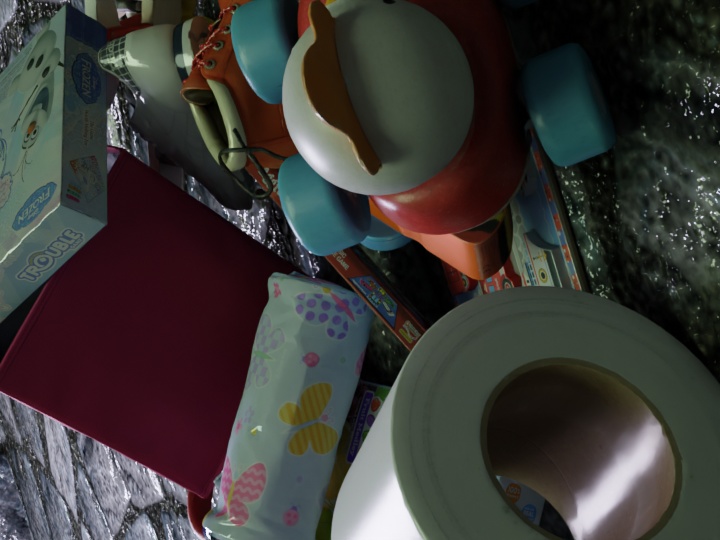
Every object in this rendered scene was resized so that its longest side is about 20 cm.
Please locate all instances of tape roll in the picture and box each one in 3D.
[{"bbox_3d":[0.095,0.128,0.728,0.204,0.201,0.140,61,151,25],"label":"tape roll"}]

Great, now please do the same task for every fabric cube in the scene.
[{"bbox_3d":[-0.191,0.032,1.078,0.199,0.199,0.197,12,73,58],"label":"fabric cube"}]

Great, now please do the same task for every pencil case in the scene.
[{"bbox_3d":[-0.050,0.103,0.964,0.091,0.083,0.202,4,78,67],"label":"pencil case"}]

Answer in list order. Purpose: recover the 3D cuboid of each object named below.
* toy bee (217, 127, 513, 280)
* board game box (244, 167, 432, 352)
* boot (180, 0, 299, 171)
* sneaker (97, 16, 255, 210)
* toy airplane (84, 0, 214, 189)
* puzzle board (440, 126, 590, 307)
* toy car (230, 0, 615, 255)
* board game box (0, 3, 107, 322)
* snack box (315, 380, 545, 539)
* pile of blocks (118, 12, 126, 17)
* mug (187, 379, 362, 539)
[{"bbox_3d":[0.022,-0.077,0.850,0.199,0.109,0.131,33,154,10],"label":"toy bee"},{"bbox_3d":[0.000,0.000,0.952,0.200,0.019,0.103,48,-177,27],"label":"board game box"},{"bbox_3d":[-0.083,-0.161,0.941,0.201,0.106,0.075,69,154,14],"label":"boot"},{"bbox_3d":[-0.132,-0.116,1.046,0.201,0.080,0.077,69,-167,-52],"label":"sneaker"},{"bbox_3d":[-0.154,-0.186,1.117,0.201,0.140,0.201,87,-174,-55],"label":"toy airplane"},{"bbox_3d":[0.090,-0.009,0.870,0.151,0.017,0.202,-20,87,65],"label":"puzzle board"},{"bbox_3d":[0.011,-0.105,0.685,0.200,0.183,0.178,-7,-101,-72],"label":"toy car"},{"bbox_3d":[-0.261,-0.063,1.005,0.200,0.043,0.200,-37,43,31],"label":"board game box"},{"bbox_3d":[0.039,0.157,0.931,0.199,0.053,0.144,7,81,55],"label":"snack box"},{"bbox_3d":[-0.202,-0.325,1.243,0.200,0.082,0.062,120,172,-46],"label":"pile of blocks"},{"bbox_3d":[-0.078,0.124,1.115,0.200,0.176,0.134,40,145,56],"label":"mug"}]
